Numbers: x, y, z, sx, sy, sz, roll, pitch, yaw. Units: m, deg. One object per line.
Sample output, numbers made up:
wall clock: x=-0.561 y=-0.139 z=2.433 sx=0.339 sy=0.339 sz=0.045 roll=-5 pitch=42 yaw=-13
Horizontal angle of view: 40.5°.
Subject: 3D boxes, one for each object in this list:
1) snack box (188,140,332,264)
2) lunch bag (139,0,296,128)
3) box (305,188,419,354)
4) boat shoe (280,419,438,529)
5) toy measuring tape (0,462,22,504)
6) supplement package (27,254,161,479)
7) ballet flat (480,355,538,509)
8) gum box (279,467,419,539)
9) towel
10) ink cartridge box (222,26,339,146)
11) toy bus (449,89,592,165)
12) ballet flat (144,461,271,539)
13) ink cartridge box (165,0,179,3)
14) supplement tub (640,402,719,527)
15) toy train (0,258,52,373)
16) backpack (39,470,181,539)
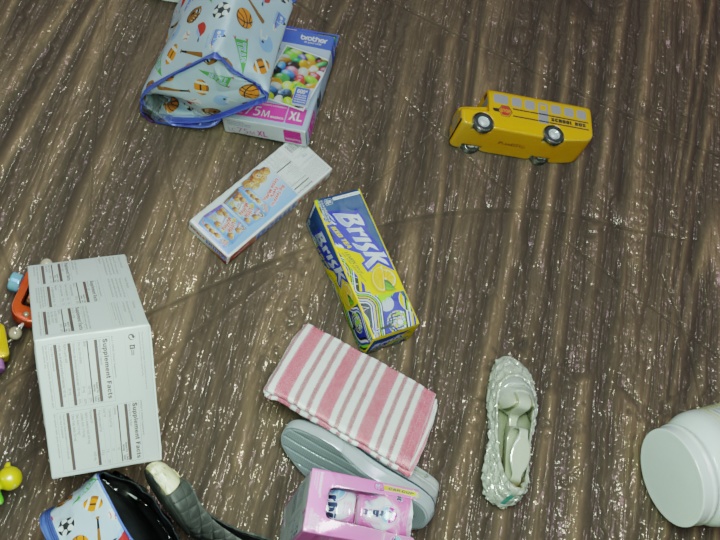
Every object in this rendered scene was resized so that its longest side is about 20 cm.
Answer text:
snack box: x=-0.129 y=-0.096 z=1.282 sx=0.072 sy=0.024 sz=0.200 roll=43 pitch=63 yaw=7
lunch bag: x=-0.195 y=-0.286 z=1.271 sx=0.124 sy=0.199 sz=0.171 roll=36 pitch=55 yaw=-39
box: x=0.000 y=0.000 z=1.251 sx=0.070 sy=0.064 sz=0.201 roll=-16 pitch=71 yaw=-21
boat shoe: x=0.001 y=0.231 z=1.153 sx=0.200 sy=0.074 sz=0.067 roll=34 pitch=34 yaw=2
toy measuring tape: x=-0.454 y=0.235 z=1.030 sx=0.199 sy=0.074 sz=0.074 roll=-14 pitch=69 yaw=-2
supplement package: x=-0.283 y=0.094 z=1.029 sx=0.110 sy=0.156 sz=0.200 roll=-7 pitch=23 yaw=-17
ballet flat: x=0.194 y=0.195 z=1.214 sx=0.071 sy=0.072 sz=0.201 roll=12 pitch=63 yaw=-9
gum box: x=-0.017 y=0.272 z=1.043 sx=0.113 sy=0.200 sz=0.066 roll=12 pitch=63 yaw=-8
towel: x=-0.008 y=0.153 z=1.165 sx=0.200 sy=0.030 sz=0.146 roll=29 pitch=32 yaw=2
ink cartridge box: x=-0.106 y=-0.270 z=1.347 sx=0.119 sy=0.042 sz=0.201 roll=11 pitch=60 yaw=7
toy bus: x=0.230 y=-0.207 z=1.407 sx=0.199 sy=0.065 sz=0.079 roll=8 pitch=64 yaw=-11
ballet flat: x=-0.163 y=0.261 z=1.042 sx=0.057 sy=0.066 sz=0.200 roll=-44 pitch=126 yaw=-13
ink cartridge box: x=-0.226 y=-0.496 z=1.371 sx=0.144 sy=0.147 sz=0.201 roll=5 pitch=64 yaw=-13
supplement tub: x=0.471 y=0.237 z=1.224 sx=0.199 sy=0.145 sz=0.145 roll=-10 pitch=69 yaw=-19
toy train: x=-0.446 y=0.044 z=1.119 sx=0.199 sy=0.056 sz=0.151 roll=15 pitch=62 yaw=-11
backpack: x=-0.242 y=0.304 z=0.990 sx=0.154 sy=0.200 sz=0.191 roll=-28 pitch=72 yaw=-11
